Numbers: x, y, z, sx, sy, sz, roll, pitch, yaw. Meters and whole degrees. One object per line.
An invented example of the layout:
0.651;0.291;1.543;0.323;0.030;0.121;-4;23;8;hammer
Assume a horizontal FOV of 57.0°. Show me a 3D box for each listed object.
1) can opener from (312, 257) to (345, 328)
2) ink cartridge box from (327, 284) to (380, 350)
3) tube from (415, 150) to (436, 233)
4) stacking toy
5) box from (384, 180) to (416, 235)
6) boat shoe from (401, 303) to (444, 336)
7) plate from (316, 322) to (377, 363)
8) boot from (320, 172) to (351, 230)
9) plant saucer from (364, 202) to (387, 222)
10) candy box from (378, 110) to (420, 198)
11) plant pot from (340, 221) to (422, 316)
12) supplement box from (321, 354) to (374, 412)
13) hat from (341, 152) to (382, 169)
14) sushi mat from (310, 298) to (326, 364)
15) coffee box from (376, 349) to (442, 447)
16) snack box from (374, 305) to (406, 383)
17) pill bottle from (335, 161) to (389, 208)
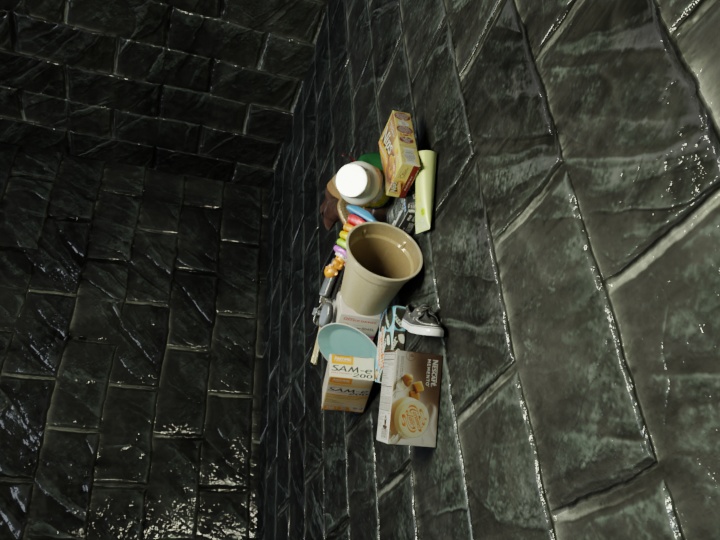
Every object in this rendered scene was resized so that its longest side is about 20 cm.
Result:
-0.079;0.067;1.880;0.067;0.053;0.201;16;82;36;can opener
-0.025;0.145;1.938;0.126;0.128;0.201;-100;24;-50;ink cartridge box
0.159;-0.195;1.638;0.058;0.052;0.201;21;-109;-68;tube
-0.029;-0.061;1.763;0.116;0.110;0.200;32;83;33;stacking toy
0.112;-0.185;1.780;0.158;0.049;0.201;121;152;-52;box
0.143;0.110;1.521;0.200;0.070;0.067;-163;80;-81;boat shoe
-0.029;0.218;1.860;0.026;0.200;0.201;-54;-6;-43;plate
-0.061;-0.164;1.929;0.167;0.072;0.201;119;142;-51;boot
0.007;-0.178;1.895;0.200;0.034;0.201;-17;70;57;plant saucer
0.097;-0.299;1.699;0.116;0.055;0.201;118;154;-48;candy box
0.034;0.011;1.689;0.184;0.199;0.201;113;158;-43;plant pot
-0.037;0.318;1.848;0.200;0.125;0.074;103;171;-51;supplement box
-0.006;-0.316;2.013;0.200;0.175;0.166;117;154;-47;hat
-0.117;0.179;1.961;0.096;0.012;0.201;152;131;-77;sushi mat
0.108;0.281;1.462;0.080;0.114;0.201;157;121;-71;coffee box
0.078;0.196;1.733;0.116;0.037;0.201;161;115;-72;snack box
0.006;-0.222;1.721;0.200;0.112;0.113;-3;-77;-74;pill bottle
